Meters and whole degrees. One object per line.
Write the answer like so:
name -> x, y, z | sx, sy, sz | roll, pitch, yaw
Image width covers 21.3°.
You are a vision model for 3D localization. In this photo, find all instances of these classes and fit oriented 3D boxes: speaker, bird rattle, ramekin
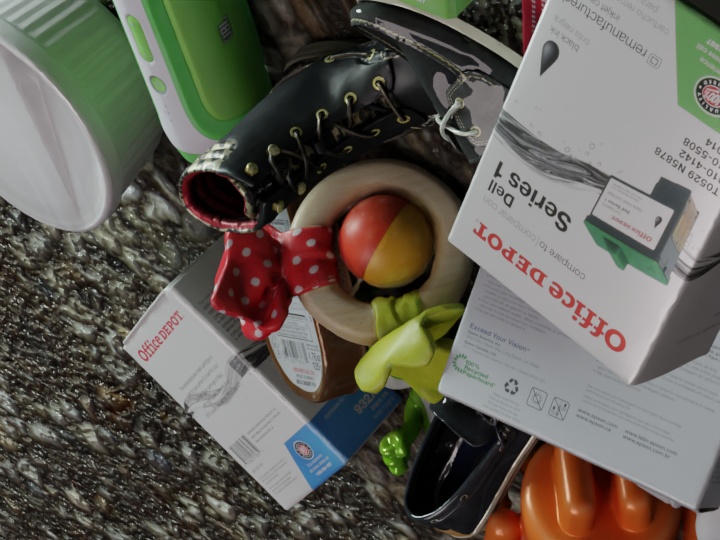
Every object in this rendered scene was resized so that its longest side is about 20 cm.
speaker -> -0.120, -0.172, 1.313 | 0.088, 0.088, 0.201 | 16, 139, 38
bird rattle -> 0.000, 0.000, 1.315 | 0.199, 0.164, 0.113 | 30, 169, 21
ramekin -> -0.241, -0.136, 1.487 | 0.202, 0.094, 0.203 | 30, 146, 23

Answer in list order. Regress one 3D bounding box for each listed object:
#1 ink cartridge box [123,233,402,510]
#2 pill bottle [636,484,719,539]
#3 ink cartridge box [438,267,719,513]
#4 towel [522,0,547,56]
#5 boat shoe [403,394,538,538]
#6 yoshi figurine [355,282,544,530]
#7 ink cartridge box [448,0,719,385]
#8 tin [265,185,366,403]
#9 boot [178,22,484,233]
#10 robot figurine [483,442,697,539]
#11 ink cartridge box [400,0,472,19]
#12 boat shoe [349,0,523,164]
ink cartridge box -> -0.084, 0.084, 1.575 | 0.200, 0.084, 0.145 | 45, 149, -1
pill bottle -> 0.278, 0.146, 1.196 | 0.199, 0.120, 0.120 | 29, 146, 22
ink cartridge box -> 0.164, 0.019, 1.182 | 0.199, 0.040, 0.201 | 24, 100, 32
towel -> 0.178, -0.127, 1.084 | 0.199, 0.022, 0.145 | 27, 144, 27
boat shoe -> 0.087, 0.099, 1.335 | 0.075, 0.062, 0.201 | 44, 118, 45
yoshi figurine -> 0.062, 0.091, 1.406 | 0.200, 0.112, 0.112 | 51, 136, -7
ink cartridge box -> 0.151, -0.062, 1.017 | 0.146, 0.084, 0.201 | 39, 125, 27
tin -> -0.047, 0.000, 1.407 | 0.112, 0.042, 0.202 | 3, 108, 59
boot -> -0.013, -0.088, 1.222 | 0.203, 0.154, 0.074 | -1, 128, 48
robot figurine -> 0.172, 0.186, 1.363 | 0.117, 0.144, 0.201 | 42, 159, 26
ink cartridge box -> 0.009, -0.260, 1.060 | 0.145, 0.084, 0.201 | 26, 145, 26
boat shoe -> 0.074, -0.099, 1.130 | 0.199, 0.068, 0.072 | 33, 176, -4
